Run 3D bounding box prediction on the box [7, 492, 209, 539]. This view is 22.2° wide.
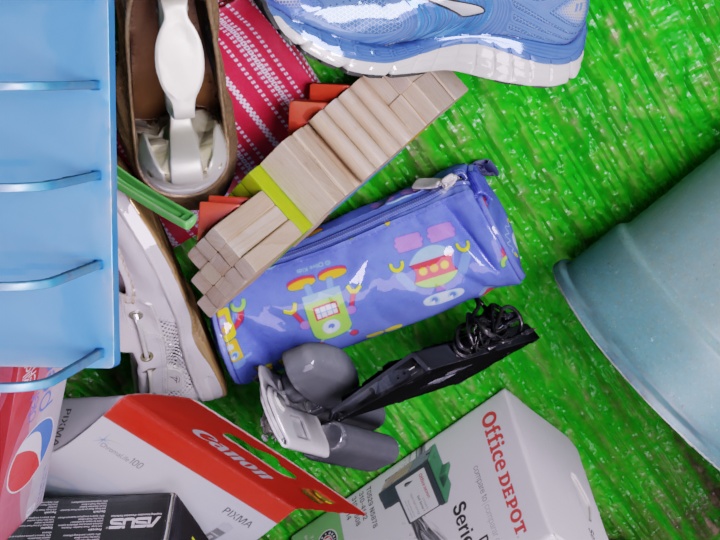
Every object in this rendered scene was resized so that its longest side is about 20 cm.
[{"bbox_3d":[-0.181,0.214,1.215,0.199,0.048,0.193,-4,146,16],"label":"box"}]

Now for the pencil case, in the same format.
[{"bbox_3d":[0.000,0.000,1.112,0.199,0.078,0.087,-21,126,5],"label":"pencil case"}]

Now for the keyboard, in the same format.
[{"bbox_3d":[0.053,0.046,1.134,0.104,0.040,0.200,-31,172,23],"label":"keyboard"}]

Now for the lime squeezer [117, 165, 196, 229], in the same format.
[{"bbox_3d":[-0.164,-0.093,0.987,0.071,0.038,0.200,-35,95,37],"label":"lime squeezer"}]

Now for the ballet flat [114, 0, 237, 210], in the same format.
[{"bbox_3d":[-0.097,-0.094,0.982,0.068,0.072,0.201,-6,131,-9],"label":"ballet flat"}]

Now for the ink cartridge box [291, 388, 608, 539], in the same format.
[{"bbox_3d":[0.061,0.197,1.251,0.200,0.146,0.084,-38,126,17],"label":"ink cartridge box"}]

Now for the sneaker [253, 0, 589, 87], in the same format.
[{"bbox_3d":[0.035,-0.157,1.000,0.199,0.079,0.089,0,120,-22],"label":"sneaker"}]

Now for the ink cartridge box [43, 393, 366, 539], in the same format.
[{"bbox_3d":[-0.119,0.134,1.148,0.200,0.047,0.160,-5,146,46],"label":"ink cartridge box"}]

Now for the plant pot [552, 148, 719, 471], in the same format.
[{"bbox_3d":[0.254,0.001,1.113,0.200,0.200,0.196,34,108,-34],"label":"plant pot"}]

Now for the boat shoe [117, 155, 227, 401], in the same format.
[{"bbox_3d":[-0.134,0.017,1.070,0.069,0.071,0.200,-20,135,-3],"label":"boat shoe"}]

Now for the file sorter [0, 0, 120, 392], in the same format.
[{"bbox_3d":[-0.201,-0.045,0.900,0.138,0.123,0.201,1,96,7],"label":"file sorter"}]

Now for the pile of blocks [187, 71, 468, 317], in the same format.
[{"bbox_3d":[-0.030,-0.062,1.042,0.200,0.082,0.062,-41,90,-19],"label":"pile of blocks"}]

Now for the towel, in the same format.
[{"bbox_3d":[-0.117,-0.072,1.060,0.199,0.023,0.145,-28,131,10],"label":"towel"}]

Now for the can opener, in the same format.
[{"bbox_3d":[-0.014,0.092,1.145,0.066,0.053,0.200,-23,162,11],"label":"can opener"}]

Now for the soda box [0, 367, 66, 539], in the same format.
[{"bbox_3d":[-0.211,0.068,1.052,0.063,0.070,0.201,26,126,11],"label":"soda box"}]
